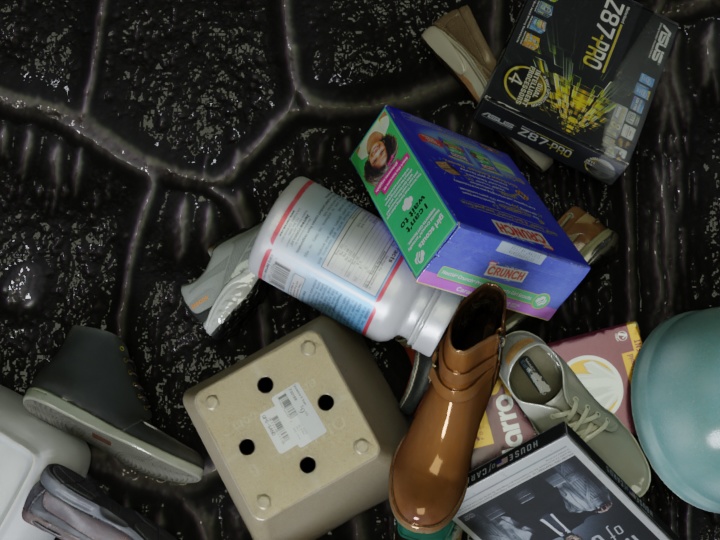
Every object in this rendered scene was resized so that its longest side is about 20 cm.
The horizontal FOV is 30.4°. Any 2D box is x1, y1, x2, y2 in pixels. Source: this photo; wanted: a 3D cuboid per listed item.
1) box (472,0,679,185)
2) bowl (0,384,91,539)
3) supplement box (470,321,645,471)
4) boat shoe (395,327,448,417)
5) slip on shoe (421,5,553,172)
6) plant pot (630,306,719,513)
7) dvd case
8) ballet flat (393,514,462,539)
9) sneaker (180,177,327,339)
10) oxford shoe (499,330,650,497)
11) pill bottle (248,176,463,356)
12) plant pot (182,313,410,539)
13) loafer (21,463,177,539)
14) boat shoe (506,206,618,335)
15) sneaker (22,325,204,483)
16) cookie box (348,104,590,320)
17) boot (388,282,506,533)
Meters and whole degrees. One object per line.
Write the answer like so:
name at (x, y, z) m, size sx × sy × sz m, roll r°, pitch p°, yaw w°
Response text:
box at (0.223, -0.206, 1.362) m, size 0.161 × 0.049 × 0.201 m, roll 27°, pitch 62°, yaw -2°
bowl at (-0.403, 0.220, 1.368) m, size 0.199 × 0.075 × 0.200 m, roll 28°, pitch 84°, yaw 7°
supplement box at (0.192, 0.131, 1.329) m, size 0.199 × 0.086 × 0.111 m, roll -15°, pitch 80°, yaw 2°
boat shoe at (0.068, 0.052, 1.358) m, size 0.062 × 0.071 × 0.201 m, roll 18°, pitch 77°, yaw -4°
slip on shoe at (0.146, -0.194, 1.398) m, size 0.061 × 0.076 × 0.200 m, roll -39°, pitch 72°, yaw 4°
plant pot at (0.377, 0.121, 1.250) m, size 0.199 × 0.134 × 0.201 m, roll 9°, pitch 71°, yaw -26°
dvd case at (0.189, 0.239, 1.256) m, size 0.150 × 0.025 × 0.200 m, roll -33°, pitch 119°, yaw 23°
ballet flat at (0.067, 0.269, 1.310) m, size 0.075 × 0.064 × 0.201 m, roll 19°, pitch 99°, yaw 22°
sneaker at (-0.109, -0.024, 1.388) m, size 0.079 × 0.074 × 0.200 m, roll 41°, pitch 86°, yaw 15°
oxford shoe at (0.200, 0.142, 1.250) m, size 0.075 × 0.058 × 0.200 m, roll -40°, pitch 92°, yaw -2°
pill bottle at (0.000, 0.000, 1.286) m, size 0.199 × 0.109 × 0.109 m, roll 29°, pitch 84°, yaw 4°
plant pot at (-0.063, 0.156, 1.299) m, size 0.199 × 0.177 × 0.200 m, roll -29°, pitch 79°, yaw 0°
loafer at (-0.249, 0.273, 1.339) m, size 0.200 × 0.072 × 0.063 m, roll 37°, pitch 95°, yaw -9°
boat shoe at (0.173, 0.011, 1.364) m, size 0.200 × 0.076 × 0.074 m, roll -38°, pitch 73°, yaw -9°
sneaker at (-0.235, 0.136, 1.369) m, size 0.199 × 0.075 × 0.107 m, roll 29°, pitch 62°, yaw -4°
cookie box at (0.102, -0.056, 1.284) m, size 0.075 × 0.171 × 0.200 m, roll -56°, pitch 37°, yaw 24°
boot at (0.085, 0.121, 1.182) m, size 0.076 × 0.156 × 0.200 m, roll 24°, pitch 53°, yaw 11°
